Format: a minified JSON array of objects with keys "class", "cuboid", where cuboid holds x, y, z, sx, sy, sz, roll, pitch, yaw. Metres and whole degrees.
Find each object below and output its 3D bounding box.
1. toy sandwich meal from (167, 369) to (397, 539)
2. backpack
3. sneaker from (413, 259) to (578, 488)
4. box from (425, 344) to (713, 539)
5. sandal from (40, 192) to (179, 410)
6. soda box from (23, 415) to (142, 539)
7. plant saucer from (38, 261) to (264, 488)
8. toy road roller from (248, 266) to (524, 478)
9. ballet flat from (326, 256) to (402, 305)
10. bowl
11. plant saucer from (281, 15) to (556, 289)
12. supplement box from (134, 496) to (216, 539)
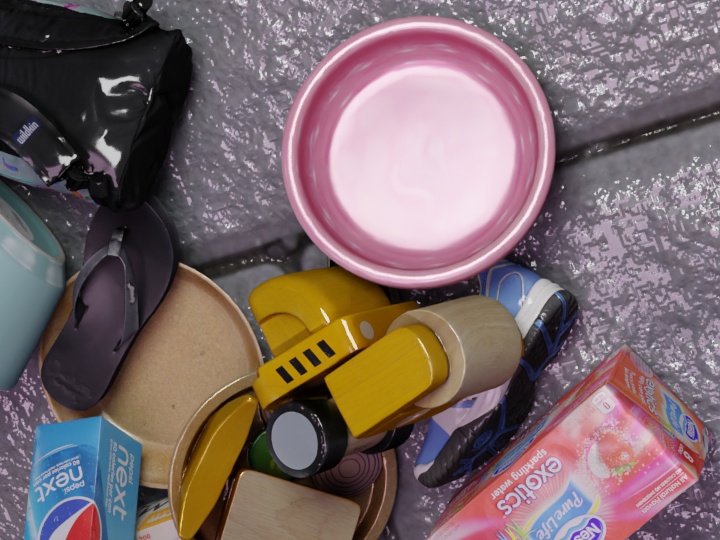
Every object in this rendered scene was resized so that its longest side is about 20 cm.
[{"class":"toy sandwich meal","cuboid":[-0.059,0.175,1.507,0.205,0.070,0.206,-2,99,-14]},{"class":"backpack","cuboid":[-0.242,-0.130,1.472,0.200,0.127,0.167,14,70,14]},{"class":"sneaker","cuboid":[0.091,0.080,1.481,0.077,0.076,0.200,40,115,25]},{"class":"box","cuboid":[0.158,0.165,1.463,0.103,0.095,0.200,46,114,-1]},{"class":"sandal","cuboid":[-0.198,0.028,1.525,0.076,0.043,0.200,26,112,9]},{"class":"soda box","cuboid":[-0.221,0.221,1.518,0.064,0.068,0.200,-10,61,21]},{"class":"plant saucer","cuboid":[-0.164,0.078,1.573,0.200,0.035,0.201,6,108,17]},{"class":"toy road roller","cuboid":[0.004,0.052,1.415,0.200,0.123,0.146,-33,78,35]},{"class":"ballet flat","cuboid":[0.000,0.000,1.489,0.067,0.046,0.200,4,108,18]},{"class":"bowl","cuboid":[-0.308,-0.012,1.523,0.105,0.201,0.201,-43,90,5]},{"class":"plant saucer","cuboid":[0.044,-0.083,1.414,0.200,0.051,0.201,-2,81,10]},{"class":"supplement box","cuboid":[-0.125,0.285,1.604,0.126,0.074,0.200,-22,100,24]}]
